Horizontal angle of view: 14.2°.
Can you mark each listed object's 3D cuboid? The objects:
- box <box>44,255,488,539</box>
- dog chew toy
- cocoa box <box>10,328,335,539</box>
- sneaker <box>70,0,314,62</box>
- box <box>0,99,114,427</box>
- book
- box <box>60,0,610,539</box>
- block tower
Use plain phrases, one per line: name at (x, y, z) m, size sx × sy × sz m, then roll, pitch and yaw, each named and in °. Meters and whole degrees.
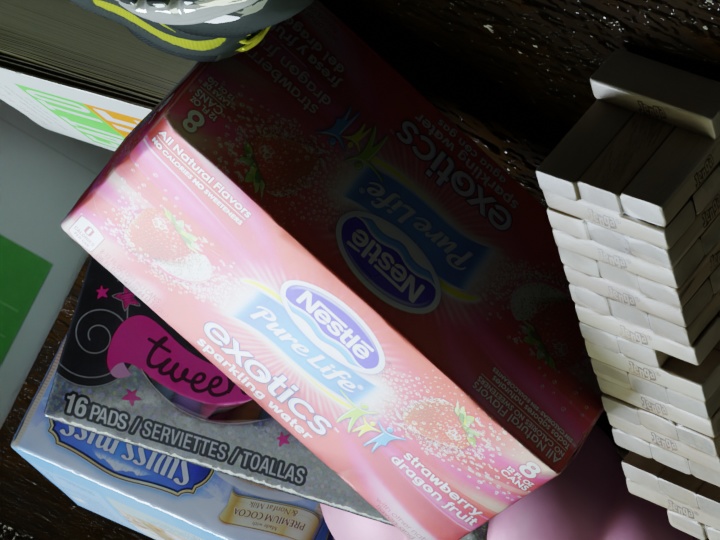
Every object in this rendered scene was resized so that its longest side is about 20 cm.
box at (-0.023, 0.036, 1.281) m, size 0.199 × 0.115 × 0.132 m, roll 16°, pitch -178°, yaw 2°
dog chew toy at (0.083, 0.119, 1.514) m, size 0.199 × 0.125 × 0.125 m, roll 17°, pitch 166°, yaw 2°
cocoa box at (-0.078, 0.101, 1.696) m, size 0.199 × 0.132 × 0.133 m, roll 21°, pitch 166°, yaw 20°
sneaker at (-0.052, -0.112, 0.998) m, size 0.084 × 0.075 × 0.200 m, roll 27°, pitch 177°, yaw -30°
box at (-0.245, -0.032, 1.419) m, size 0.199 × 0.172 × 0.200 m, roll 30°, pitch 166°, yaw -16°
book at (-0.067, -0.067, 1.242) m, size 0.199 × 0.048 × 0.134 m, roll 18°, pitch 168°, yaw 23°
box at (0.000, 0.000, 1.099) m, size 0.200 × 0.096 × 0.100 m, roll 42°, pitch 142°, yaw -6°
block tower at (0.116, 0.016, 1.035) m, size 0.054 × 0.058 × 0.200 m, roll 21°, pitch 146°, yaw 35°
